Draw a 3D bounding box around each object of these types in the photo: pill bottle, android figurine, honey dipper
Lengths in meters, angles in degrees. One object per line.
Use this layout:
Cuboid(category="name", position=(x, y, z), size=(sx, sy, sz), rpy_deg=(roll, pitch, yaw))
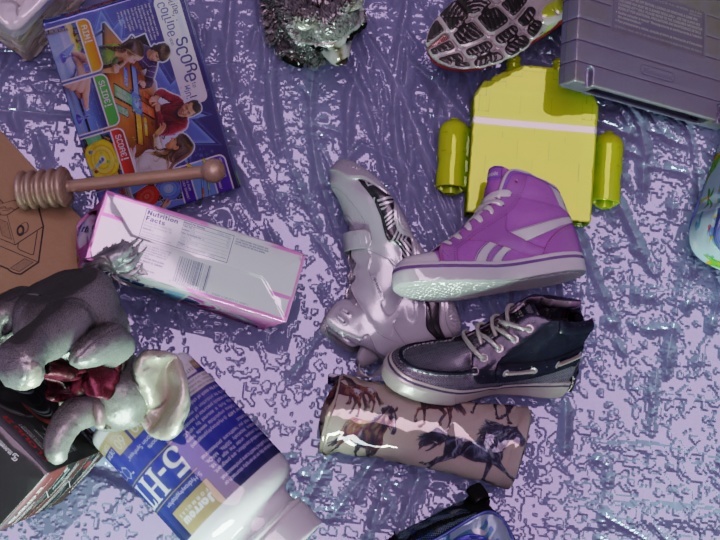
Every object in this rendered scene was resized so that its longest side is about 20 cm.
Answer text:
Cuboid(category="pill bottle", position=(-0.134, 0.184, 1.518), size=(0.120, 0.120, 0.200), rpy_deg=(-43, 84, -9))
Cuboid(category="android figurine", position=(0.163, -0.110, 1.627), size=(0.180, 0.041, 0.202), rpy_deg=(3, 81, -1))
Cuboid(category="honey dipper", position=(-0.219, -0.082, 1.545), size=(0.198, 0.038, 0.038), rpy_deg=(-5, 79, 14))

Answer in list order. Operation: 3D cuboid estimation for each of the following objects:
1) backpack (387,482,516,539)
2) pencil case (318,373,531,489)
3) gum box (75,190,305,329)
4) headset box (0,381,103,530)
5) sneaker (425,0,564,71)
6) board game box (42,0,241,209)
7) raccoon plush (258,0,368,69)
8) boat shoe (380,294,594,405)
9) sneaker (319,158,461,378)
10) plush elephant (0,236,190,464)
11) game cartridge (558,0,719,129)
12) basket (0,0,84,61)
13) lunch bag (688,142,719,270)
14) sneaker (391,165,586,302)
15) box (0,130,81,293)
Cuboid(category="backpack", position=(0.066, 0.317, 1.481), size=(0.199, 0.147, 0.184), rpy_deg=(-27, 93, -3))
Cuboid(category="pencil case", position=(0.060, 0.148, 1.552), size=(0.198, 0.089, 0.078), rpy_deg=(11, 91, -3))
Cuboid(category="gum box", position=(-0.161, -0.009, 1.536), size=(0.199, 0.113, 0.067), rpy_deg=(18, 81, -12))
Cuboid(category="headset box", position=(-0.320, 0.142, 1.472), size=(0.149, 0.200, 0.075), rpy_deg=(44, 96, 6))
Cuboid(category="sneaker", position=(0.148, -0.236, 1.626), size=(0.199, 0.085, 0.077), rpy_deg=(-28, 78, -19))
Cuboid(category="board game box", position=(-0.203, -0.155, 1.578), size=(0.134, 0.034, 0.201), rpy_deg=(-16, 108, -6))
Cuboid(category="raccoon plush", position=(-0.068, -0.275, 1.599), size=(0.097, 0.134, 0.200), rpy_deg=(-41, 84, -8))
Cuboid(category="boat shoe", position=(0.118, 0.064, 1.535), size=(0.199, 0.093, 0.075), rpy_deg=(-1, 39, -28))
Cuboid(category="sneaker", position=(0.000, 0.000, 1.581), size=(0.114, 0.075, 0.201), rpy_deg=(-31, 86, -11))
Cuboid(category="plush elephant", position=(-0.235, 0.084, 1.411), size=(0.200, 0.164, 0.156), rpy_deg=(-36, 118, -39))
Cuboid(category="game cartridge", position=(0.276, -0.218, 1.617), size=(0.199, 0.038, 0.131), rpy_deg=(11, 73, -30))
Cuboid(category="basket", position=(-0.351, -0.313, 1.600), size=(0.200, 0.123, 0.136), rpy_deg=(39, 80, 4))
Cuboid(category="lunch bag", position=(0.415, -0.079, 1.607), size=(0.160, 0.082, 0.201), rpy_deg=(25, 80, -12))
Cuboid(category="sneaker", position=(0.106, -0.036, 1.547), size=(0.199, 0.073, 0.115), rpy_deg=(-7, 78, -31))
Cuboid(category="box", position=(-0.347, -0.041, 1.564), size=(0.200, 0.021, 0.163), rpy_deg=(46, 51, 6))
